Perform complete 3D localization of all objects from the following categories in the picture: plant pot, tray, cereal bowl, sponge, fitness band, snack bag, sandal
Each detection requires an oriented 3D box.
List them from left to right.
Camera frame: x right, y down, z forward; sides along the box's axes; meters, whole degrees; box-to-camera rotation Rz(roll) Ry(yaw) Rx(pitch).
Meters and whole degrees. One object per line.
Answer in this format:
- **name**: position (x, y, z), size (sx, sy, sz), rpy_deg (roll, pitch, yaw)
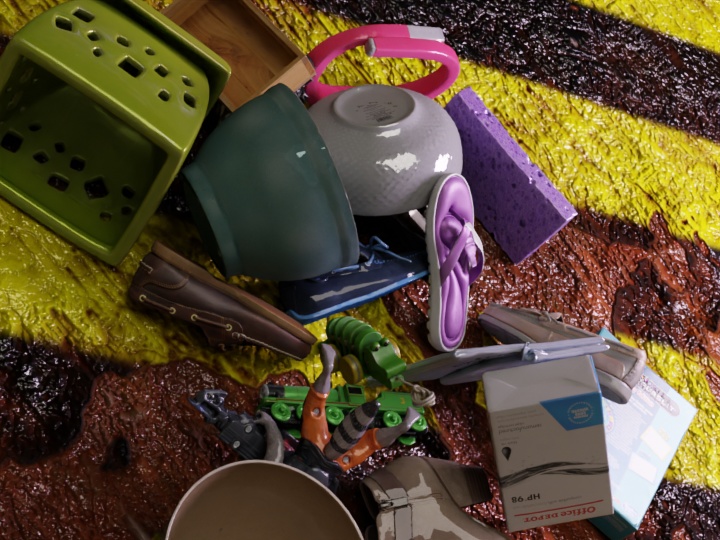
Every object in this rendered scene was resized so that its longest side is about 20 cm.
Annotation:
- **plant pot**: position (-0.256, -0.163, 1.439), size (0.198, 0.200, 0.182), rpy_deg (34, 45, -6)
- **tray**: position (-0.142, -0.246, 1.572), size (0.098, 0.037, 0.200), rpy_deg (-40, 53, -3)
- **plant pot**: position (-0.105, 0.291, 1.286), size (0.198, 0.135, 0.202), rpy_deg (14, 55, -22)
- **plant pot**: position (-0.104, -0.072, 1.457), size (0.133, 0.201, 0.202), rpy_deg (-24, 74, -11)
- **cereal bowl**: position (0.016, -0.150, 1.596), size (0.197, 0.084, 0.201), rpy_deg (0, 36, 0)
- **fitness band**: position (0.024, -0.232, 1.670), size (0.198, 0.144, 0.038), rpy_deg (-2, 64, -31)
- **sandal**: position (0.112, -0.008, 1.576), size (0.082, 0.049, 0.205), rpy_deg (-24, 119, -49)
- **snack bag**: position (0.131, 0.101, 1.508), size (0.198, 0.188, 0.022), rpy_deg (-2, 79, -31)
- **sponge**: position (0.158, -0.112, 1.697), size (0.030, 0.112, 0.201), rpy_deg (-35, 83, -38)

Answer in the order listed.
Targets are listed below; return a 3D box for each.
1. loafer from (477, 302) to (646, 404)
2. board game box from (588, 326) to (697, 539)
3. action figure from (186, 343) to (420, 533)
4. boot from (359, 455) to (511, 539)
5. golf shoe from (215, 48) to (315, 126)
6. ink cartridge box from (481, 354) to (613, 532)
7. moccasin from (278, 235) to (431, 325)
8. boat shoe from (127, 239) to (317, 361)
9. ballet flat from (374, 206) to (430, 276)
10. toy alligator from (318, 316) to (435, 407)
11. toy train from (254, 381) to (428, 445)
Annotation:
- **loafer**: position (0.228, 0.081, 1.604), size (0.199, 0.072, 0.063), rpy_deg (29, 77, 27)
- **board game box**: position (0.284, 0.185, 1.632), size (0.151, 0.047, 0.200), rpy_deg (41, 50, -1)
- **action figure**: position (-0.066, 0.168, 1.358), size (0.199, 0.194, 0.105), rpy_deg (34, 9, -23)
- **boot**: position (0.079, 0.284, 1.449), size (0.145, 0.070, 0.202), rpy_deg (-7, 64, -26)
- **golf shoe**: position (-0.130, -0.166, 1.597), size (0.078, 0.094, 0.201), rpy_deg (47, 66, -40)
- **ink cartridge box**: position (0.195, 0.194, 1.460), size (0.114, 0.202, 0.067), rpy_deg (-11, 31, 3)
- **moccasin**: position (0.000, 0.000, 1.555), size (0.199, 0.080, 0.069), rpy_deg (-18, 83, -38)
- **boat shoe**: position (-0.142, 0.046, 1.464), size (0.199, 0.070, 0.071), rpy_deg (29, 89, -7)
- **ballet flat**: position (0.049, -0.079, 1.642), size (0.200, 0.073, 0.073), rpy_deg (47, 50, 3)
- **toy alligator**: position (0.012, 0.084, 1.451), size (0.059, 0.199, 0.055), rpy_deg (-22, 114, -27)
- **toy train**: position (-0.019, 0.146, 1.486), size (0.198, 0.042, 0.057), rpy_deg (8, 49, -26)
